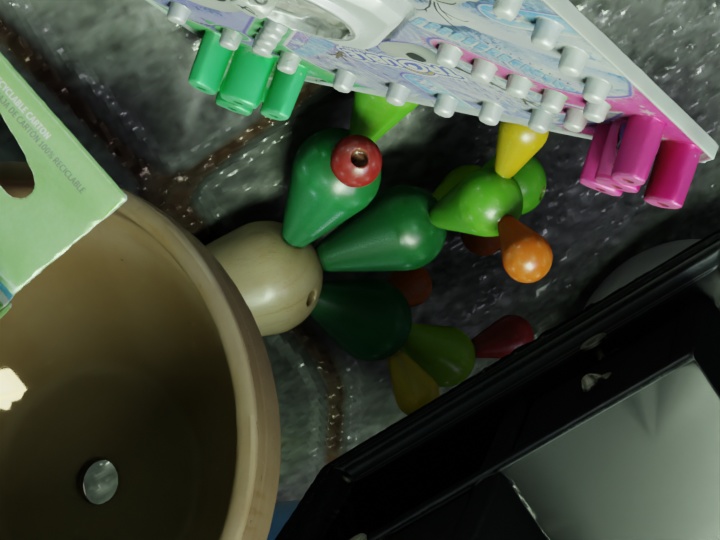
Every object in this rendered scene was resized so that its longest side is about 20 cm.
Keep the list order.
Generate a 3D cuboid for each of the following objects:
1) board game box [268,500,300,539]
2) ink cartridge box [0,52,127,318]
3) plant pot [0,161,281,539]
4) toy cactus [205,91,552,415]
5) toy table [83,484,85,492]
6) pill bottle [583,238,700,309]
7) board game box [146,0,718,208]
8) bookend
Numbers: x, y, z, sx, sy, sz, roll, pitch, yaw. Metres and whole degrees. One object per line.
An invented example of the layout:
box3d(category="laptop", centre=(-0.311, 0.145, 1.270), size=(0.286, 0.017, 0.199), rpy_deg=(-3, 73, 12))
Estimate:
box3d(category="board game box", centre=(-0.052, 0.192, 0.885), size=(0.200, 0.158, 0.039), rpy_deg=(-40, 125, -10))
box3d(category="ink cartridge box", centre=(-0.184, 0.008, 0.643), size=(0.200, 0.104, 0.059), rpy_deg=(-40, -173, 8))
box3d(category="plant pot", centre=(-0.112, 0.069, 0.706), size=(0.201, 0.201, 0.093), rpy_deg=(-40, 158, 8))
box3d(category="toy cactus", centre=(0.000, 0.000, 0.799), size=(0.165, 0.102, 0.200), rpy_deg=(-19, 152, -3))
box3d(category="toy table", centre=(-0.133, 0.167, 0.820), size=(0.200, 0.184, 0.117), rpy_deg=(-14, 142, 30))
box3d(category="pill bottle", centre=(0.193, 0.066, 0.984), size=(0.112, 0.113, 0.200), rpy_deg=(-44, 142, 13))
box3d(category="board game box", centre=(-0.020, -0.078, 0.599), size=(0.200, 0.200, 0.026), rpy_deg=(31, 77, -52))
box3d(category="bookend", centre=(0.065, 0.095, 0.715), size=(0.199, 0.092, 0.200), rpy_deg=(-32, -174, 20))
